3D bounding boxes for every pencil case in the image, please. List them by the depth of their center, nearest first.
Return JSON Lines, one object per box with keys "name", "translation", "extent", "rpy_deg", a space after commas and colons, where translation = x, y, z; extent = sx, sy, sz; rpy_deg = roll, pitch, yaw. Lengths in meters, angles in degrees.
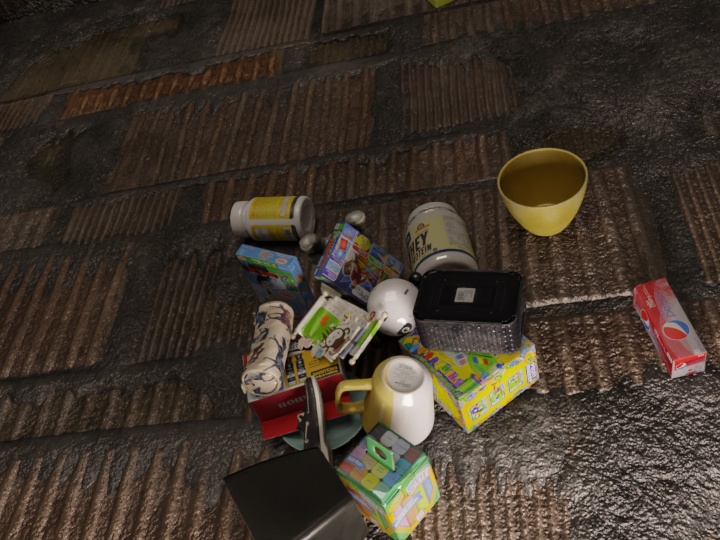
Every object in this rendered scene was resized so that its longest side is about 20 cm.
{"name": "pencil case", "translation": [-0.191, 0.159, 1.606], "extent": [0.089, 0.078, 0.200], "rpy_deg": [-19, 40, 24]}

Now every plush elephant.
{"name": "plush elephant", "translation": [-0.032, -0.014, 1.843], "extent": [0.164, 0.200, 0.155], "rpy_deg": [-24, 68, -2]}

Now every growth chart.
{"name": "growth chart", "translation": [-0.049, 0.119, 1.605], "extent": [0.200, 0.018, 0.145], "rpy_deg": [20, 73, 42]}

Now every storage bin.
{"name": "storage bin", "translation": [0.214, 0.078, 1.535], "extent": [0.199, 0.094, 0.135], "rpy_deg": [2, 48, 19]}

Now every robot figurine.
{"name": "robot figurine", "translation": [0.075, 0.085, 1.669], "extent": [0.124, 0.200, 0.151], "rpy_deg": [-7, 81, 0]}

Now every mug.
{"name": "mug", "translation": [0.062, 0.251, 1.523], "extent": [0.186, 0.153, 0.150], "rpy_deg": [-25, 56, -22]}

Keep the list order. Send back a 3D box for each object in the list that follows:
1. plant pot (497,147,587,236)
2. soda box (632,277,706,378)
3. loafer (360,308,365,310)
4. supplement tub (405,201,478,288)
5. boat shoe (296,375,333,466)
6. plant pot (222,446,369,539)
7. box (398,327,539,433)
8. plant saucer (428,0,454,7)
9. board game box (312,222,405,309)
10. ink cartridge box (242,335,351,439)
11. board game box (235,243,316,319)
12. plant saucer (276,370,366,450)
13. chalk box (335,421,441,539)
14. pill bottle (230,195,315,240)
{"name": "plant pot", "translation": [0.425, -0.165, 1.824], "extent": [0.199, 0.142, 0.200], "rpy_deg": [-9, 47, 10]}
{"name": "soda box", "translation": [0.609, 0.111, 1.559], "extent": [0.070, 0.063, 0.200], "rpy_deg": [-16, 46, 5]}
{"name": "loafer", "translation": [-0.048, 0.113, 1.741], "extent": [0.200, 0.073, 0.072], "rpy_deg": [6, 73, 52]}
{"name": "supplement tub", "translation": [0.181, -0.046, 1.795], "extent": [0.145, 0.145, 0.200], "rpy_deg": [-14, 45, 6]}
{"name": "boat shoe", "translation": [-0.096, 0.307, 1.535], "extent": [0.060, 0.074, 0.201], "rpy_deg": [-9, 85, 3]}
{"name": "plant pot", "translation": [-0.102, 0.437, 1.402], "extent": [0.177, 0.200, 0.200], "rpy_deg": [-32, 46, -12]}
{"name": "box", "translation": [0.219, 0.179, 1.587], "extent": [0.192, 0.122, 0.200], "rpy_deg": [-34, 46, -13]}
{"name": "plant saucer", "translation": [0.305, -0.998, 2.710], "extent": [0.199, 0.048, 0.200], "rpy_deg": [-24, 45, -4]}
{"name": "board game box", "translation": [0.000, 0.000, 1.756], "extent": [0.034, 0.200, 0.136], "rpy_deg": [4, 65, 52]}
{"name": "ink cartridge box", "translation": [-0.130, 0.233, 1.629], "extent": [0.199, 0.084, 0.176], "rpy_deg": [-19, 44, 1]}
{"name": "board game box", "translation": [-0.186, 0.032, 1.809], "extent": [0.151, 0.200, 0.037], "rpy_deg": [13, 54, 29]}
{"name": "plant saucer", "translation": [-0.074, 0.297, 1.636], "extent": [0.200, 0.039, 0.201], "rpy_deg": [-10, 45, 10]}
{"name": "chalk box", "translation": [0.048, 0.370, 1.412], "extent": [0.124, 0.200, 0.124], "rpy_deg": [28, 62, 37]}
{"name": "pill bottle", "translation": [-0.227, -0.134, 2.038], "extent": [0.199, 0.114, 0.115], "rpy_deg": [1, 49, 19]}
